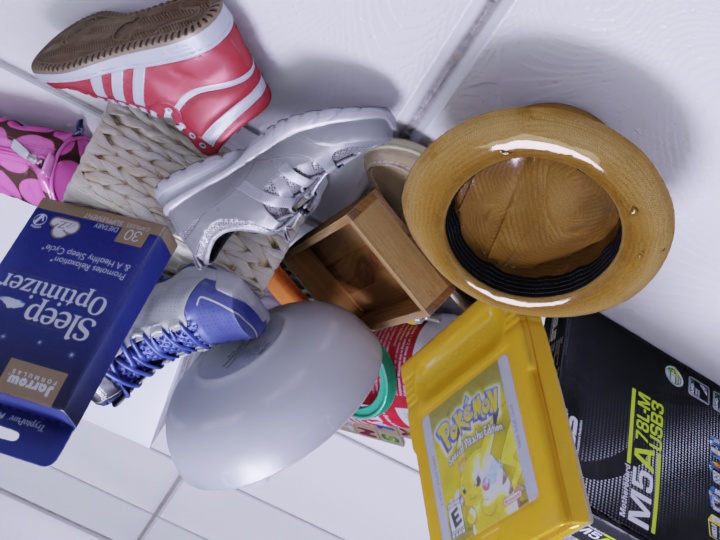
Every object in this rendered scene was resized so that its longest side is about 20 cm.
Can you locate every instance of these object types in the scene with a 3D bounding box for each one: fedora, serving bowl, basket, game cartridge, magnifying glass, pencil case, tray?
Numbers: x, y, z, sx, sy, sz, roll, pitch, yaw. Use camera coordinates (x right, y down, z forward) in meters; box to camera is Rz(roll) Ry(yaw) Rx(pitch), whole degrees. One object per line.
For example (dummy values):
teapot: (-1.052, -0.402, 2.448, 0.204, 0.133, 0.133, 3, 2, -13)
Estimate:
fedora: (0.127, -0.053, 0.759, 0.198, 0.082, 0.202, 14, 140, 12)
serving bowl: (-0.082, 0.087, 0.890, 0.199, 0.200, 0.066, -6, 123, 44)
basket: (-0.151, -0.055, 0.929, 0.198, 0.124, 0.136, 29, 152, -11)
game cartridge: (0.098, 0.131, 0.857, 0.032, 0.202, 0.176, 6, 147, -29)
magnifying glass: (-0.039, 0.058, 1.034, 0.200, 0.022, 0.080, 49, 124, 22)
pencil case: (-0.349, -0.112, 1.025, 0.197, 0.092, 0.094, 12, -174, 18)
tray: (0.000, 0.000, 0.901, 0.099, 0.037, 0.200, 50, 161, -6)

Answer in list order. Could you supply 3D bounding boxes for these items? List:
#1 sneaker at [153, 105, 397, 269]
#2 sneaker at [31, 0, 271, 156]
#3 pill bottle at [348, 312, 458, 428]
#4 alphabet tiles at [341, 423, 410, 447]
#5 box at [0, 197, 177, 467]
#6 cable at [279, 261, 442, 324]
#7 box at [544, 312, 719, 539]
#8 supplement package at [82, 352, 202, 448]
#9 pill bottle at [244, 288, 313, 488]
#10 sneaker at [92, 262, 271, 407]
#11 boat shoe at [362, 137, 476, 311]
sneaker: (-0.056, -0.065, 0.822, 0.198, 0.075, 0.083, -23, 90, 20)
sneaker: (-0.160, -0.144, 0.837, 0.198, 0.072, 0.113, 0, 141, 34)
pill bottle: (0.051, 0.097, 1.054, 0.198, 0.113, 0.112, -1, 144, 39)
alphabet tiles: (-0.020, 0.169, 1.351, 0.198, 0.006, 0.167, 13, 151, 21)
box: (-0.234, 0.040, 0.809, 0.120, 0.202, 0.033, 12, 150, 19)
cable: (-0.019, 0.011, 1.023, 0.198, 0.051, 0.097, 2, 147, 36)
box: (0.230, 0.148, 0.908, 0.192, 0.201, 0.048, 32, 137, -14)
supplement package: (-0.212, 0.060, 1.071, 0.116, 0.200, 0.118, 24, 113, 0)
pill bottle: (-0.109, 0.110, 1.106, 0.109, 0.202, 0.111, 17, 153, 9)
sneaker: (-0.173, 0.059, 0.886, 0.197, 0.116, 0.081, 3, 147, 33)
boat shoe: (0.066, -0.028, 0.872, 0.072, 0.066, 0.200, -4, 142, 42)
